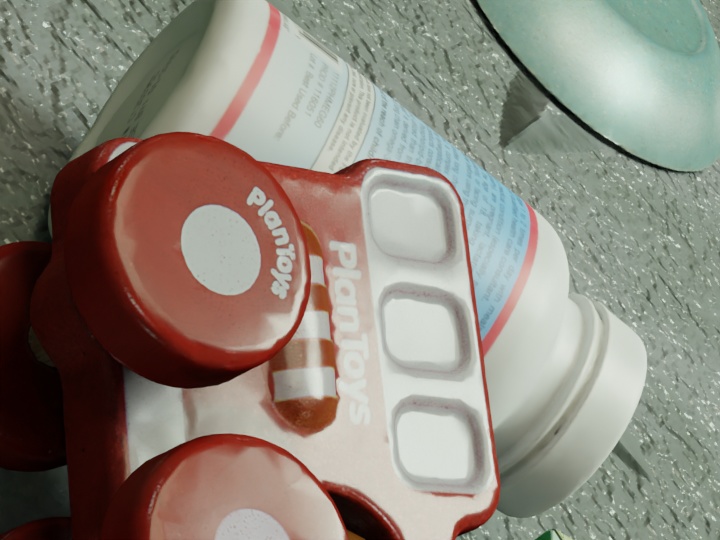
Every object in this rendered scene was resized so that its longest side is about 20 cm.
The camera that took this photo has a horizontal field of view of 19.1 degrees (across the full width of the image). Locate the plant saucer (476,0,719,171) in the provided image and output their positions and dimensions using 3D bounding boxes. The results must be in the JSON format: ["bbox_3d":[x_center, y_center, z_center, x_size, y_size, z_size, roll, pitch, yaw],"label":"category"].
[{"bbox_3d":[0.133,-0.143,1.128,0.201,0.039,0.201,32,34,-25],"label":"plant saucer"}]

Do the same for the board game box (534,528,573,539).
[{"bbox_3d":[0.109,0.198,0.735,0.135,0.029,0.200,32,35,-23],"label":"board game box"}]

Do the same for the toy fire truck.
[{"bbox_3d":[-0.024,0.057,0.607,0.168,0.112,0.200,6,67,-37],"label":"toy fire truck"}]

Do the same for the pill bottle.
[{"bbox_3d":[0.000,0.000,0.745,0.200,0.109,0.109,36,33,-18],"label":"pill bottle"}]
